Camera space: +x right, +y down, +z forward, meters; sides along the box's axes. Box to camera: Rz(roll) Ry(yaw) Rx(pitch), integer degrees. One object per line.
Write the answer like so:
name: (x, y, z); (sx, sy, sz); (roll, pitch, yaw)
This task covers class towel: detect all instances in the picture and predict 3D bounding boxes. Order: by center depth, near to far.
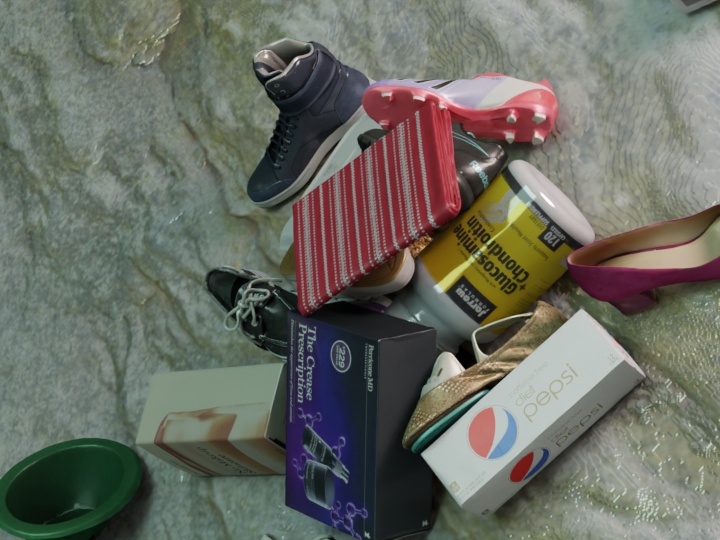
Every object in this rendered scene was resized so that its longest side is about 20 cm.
towel: (0.013, -0.057, 1.591); (0.200, 0.022, 0.145); (-35, 41, 30)

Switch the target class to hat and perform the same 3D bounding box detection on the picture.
hat: (-0.329, 0.316, 1.937); (0.200, 0.176, 0.166); (-23, 34, -19)

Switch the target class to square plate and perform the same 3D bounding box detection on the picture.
square plate: (0.003, -0.106, 1.812); (0.200, 0.028, 0.198); (-56, 24, -18)

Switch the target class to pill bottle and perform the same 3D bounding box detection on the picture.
pill bottle: (0.120, -0.002, 1.626); (0.200, 0.112, 0.112); (-46, 42, 13)

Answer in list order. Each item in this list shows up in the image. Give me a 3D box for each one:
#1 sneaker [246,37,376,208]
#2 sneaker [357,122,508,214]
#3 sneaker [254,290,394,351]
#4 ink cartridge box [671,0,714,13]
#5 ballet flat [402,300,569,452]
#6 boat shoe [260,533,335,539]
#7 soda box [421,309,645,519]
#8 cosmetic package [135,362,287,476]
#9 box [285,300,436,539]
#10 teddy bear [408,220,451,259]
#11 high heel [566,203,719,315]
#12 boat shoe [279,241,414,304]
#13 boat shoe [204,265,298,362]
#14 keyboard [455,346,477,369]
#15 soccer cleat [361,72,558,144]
sneaker: (-0.093, -0.173, 1.924); (0.202, 0.146, 0.077); (-47, 43, 14)
sneaker: (0.070, -0.107, 1.660); (0.079, 0.075, 0.200); (-39, 33, -15)
sneaker: (-0.053, 0.073, 1.761); (0.200, 0.076, 0.088); (-8, 43, 42)
ink cartridge box: (0.377, -0.364, 1.670); (0.162, 0.050, 0.200); (-21, 43, 35)
ballet flat: (0.109, 0.093, 1.561); (0.200, 0.071, 0.065); (-31, 74, -17)
boat shoe: (-0.036, 0.290, 1.631); (0.200, 0.071, 0.070); (0, 68, 52)
soda box: (0.155, 0.131, 1.522); (0.200, 0.064, 0.068); (-43, 57, 8)
cosmetic package: (-0.128, 0.159, 1.776); (0.200, 0.103, 0.087); (-8, 59, 43)
box: (-0.002, 0.143, 1.612); (0.141, 0.079, 0.200); (14, 108, 46)
teddy bear: (0.040, -0.046, 1.754); (0.200, 0.067, 0.145); (-14, 35, 42)
high heel: (0.283, -0.027, 1.495); (0.200, 0.096, 0.067); (-36, 45, 23)
boat shoe: (0.000, 0.000, 1.675); (0.200, 0.069, 0.071); (7, 62, 57)
boat shoe: (-0.101, 0.039, 1.733); (0.199, 0.068, 0.074); (41, 109, 54)
keyboard: (0.095, 0.136, 1.619); (0.104, 0.040, 0.200); (-56, 40, 0)
soccer cleat: (0.102, -0.172, 1.731); (0.200, 0.067, 0.077); (5, 42, 3)
